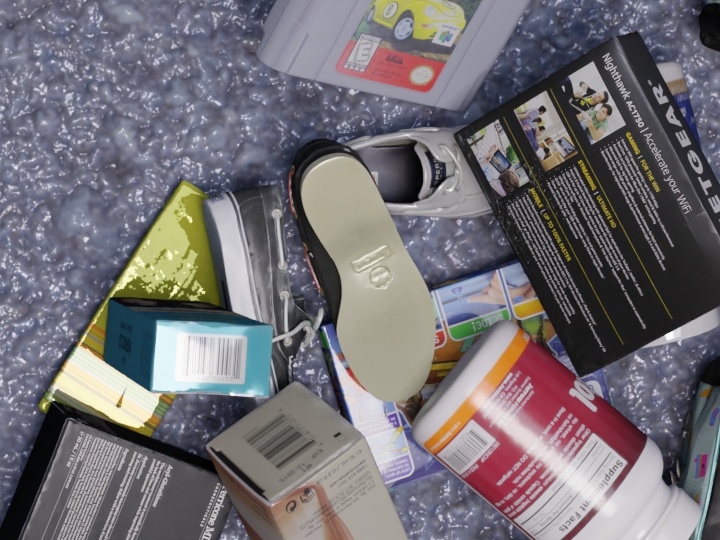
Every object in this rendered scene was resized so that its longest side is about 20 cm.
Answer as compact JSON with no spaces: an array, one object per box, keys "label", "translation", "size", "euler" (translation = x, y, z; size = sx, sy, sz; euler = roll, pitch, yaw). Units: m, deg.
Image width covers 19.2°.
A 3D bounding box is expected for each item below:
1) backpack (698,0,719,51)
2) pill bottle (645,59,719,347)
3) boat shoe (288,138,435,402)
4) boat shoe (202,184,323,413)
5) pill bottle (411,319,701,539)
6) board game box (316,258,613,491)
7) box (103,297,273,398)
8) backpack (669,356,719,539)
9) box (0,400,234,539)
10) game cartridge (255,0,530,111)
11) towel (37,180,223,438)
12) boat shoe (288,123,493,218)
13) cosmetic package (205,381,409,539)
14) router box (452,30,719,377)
[{"label":"backpack","translation":[0.335,-0.254,1.597],"size":[0.166,0.126,0.202],"euler":[11,89,-22]},{"label":"pill bottle","translation":[0.208,-0.049,1.586],"size":[0.110,0.111,0.202],"euler":[-14,95,-10]},{"label":"boat shoe","translation":[0.003,-0.001,1.533],"size":[0.073,0.063,0.203],"euler":[-21,113,-4]},{"label":"boat shoe","translation":[-0.063,0.036,1.554],"size":[0.068,0.074,0.201],"euler":[-14,97,-12]},{"label":"pill bottle","translation":[0.143,0.138,1.530],"size":[0.200,0.113,0.113],"euler":[40,85,-1]},{"label":"board game box","translation":[0.080,0.075,1.604],"size":[0.199,0.034,0.136],"euler":[-17,95,-9]},{"label":"box","translation":[-0.121,0.051,1.466],"size":[0.082,0.200,0.050],"euler":[4,93,-16]},{"label":"backpack","translation":[0.321,0.174,1.594],"size":[0.174,0.153,0.202],"euler":[13,80,-9]},{"label":"box","translation":[-0.191,0.215,1.526],"size":[0.140,0.079,0.201],"euler":[23,89,-17]},{"label":"game cartridge","translation":[0.033,-0.188,1.519],"size":[0.199,0.041,0.134],"euler":[7,119,-40]},{"label":"towel","translation":[-0.151,0.038,1.570],"size":[0.086,0.018,0.201],"euler":[34,85,-16]},{"label":"boat shoe","translation":[0.048,-0.070,1.578],"size":[0.198,0.065,0.074],"euler":[-9,93,-10]},{"label":"cosmetic package","translation":[-0.023,0.193,1.511],"size":[0.087,0.103,0.201],"euler":[-34,125,-17]},{"label":"router box","translation":[0.176,-0.046,1.508],"size":[0.149,0.051,0.201],"euler":[-30,85,30]}]
